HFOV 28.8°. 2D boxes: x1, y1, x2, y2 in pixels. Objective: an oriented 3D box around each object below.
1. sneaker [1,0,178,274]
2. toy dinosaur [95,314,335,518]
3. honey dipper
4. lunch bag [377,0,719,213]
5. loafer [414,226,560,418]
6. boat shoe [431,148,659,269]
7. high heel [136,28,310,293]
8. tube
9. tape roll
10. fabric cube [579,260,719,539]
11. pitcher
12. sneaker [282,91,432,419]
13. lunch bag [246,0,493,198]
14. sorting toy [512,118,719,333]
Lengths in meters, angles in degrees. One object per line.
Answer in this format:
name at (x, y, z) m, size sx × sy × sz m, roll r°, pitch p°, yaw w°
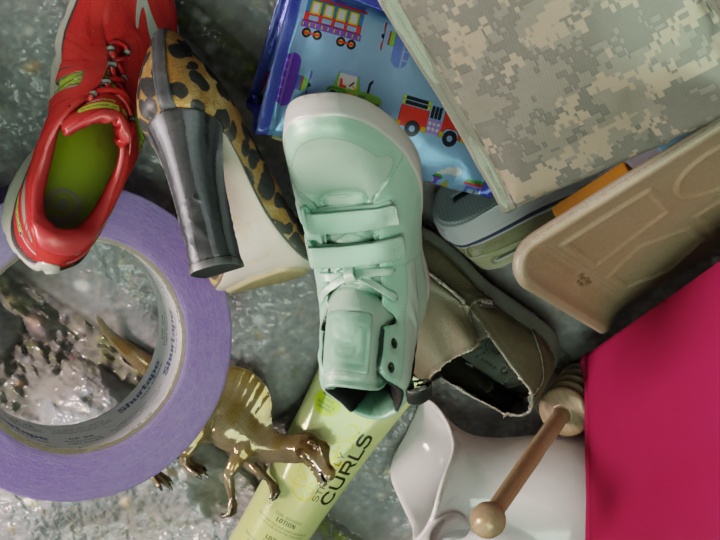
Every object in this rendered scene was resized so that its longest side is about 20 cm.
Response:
sneaker at (-0.148, -0.093, 0.820) m, size 0.076 × 0.085 × 0.202 m, roll 18°, pitch 80°, yaw -20°
toy dinosaur at (-0.110, 0.108, 1.000) m, size 0.199 × 0.058 × 0.102 m, roll 30°, pitch 108°, yaw 3°
honey dipper at (0.117, 0.118, 0.927) m, size 0.038 × 0.200 × 0.038 m, roll 11°, pitch 115°, yaw 24°
lunch bag at (0.102, -0.159, 0.726) m, size 0.163 × 0.118 × 0.201 m, roll -23°, pitch 109°, yaw 28°
loafer at (0.054, 0.034, 0.939) m, size 0.199 × 0.070 × 0.075 m, roll 29°, pitch 131°, yaw -18°
boat shoe at (0.142, -0.066, 0.903) m, size 0.199 × 0.072 × 0.062 m, roll -25°, pitch 137°, yaw 19°
high heel at (-0.078, -0.063, 0.854) m, size 0.071 × 0.200 × 0.144 m, roll -15°, pitch 83°, yaw 9°
tube at (-0.035, 0.141, 1.020) m, size 0.058 × 0.052 × 0.201 m, roll 8°, pitch 121°, yaw -47°
tape roll at (-0.185, 0.042, 0.896) m, size 0.198 × 0.066 × 0.202 m, roll -4°, pitch 100°, yaw -22°
fabric cube at (0.274, 0.122, 0.889) m, size 0.199 × 0.198 × 0.199 m, roll 21°, pitch 142°, yaw -22°
pitcher at (0.127, 0.184, 0.977) m, size 0.198 × 0.172 × 0.122 m, roll 18°, pitch 123°, yaw -11°
sneaker at (0.000, 0.000, 0.798) m, size 0.073 × 0.119 × 0.201 m, roll -5°, pitch 138°, yaw 15°
lunch bag at (0.031, -0.165, 0.835) m, size 0.149 × 0.094 × 0.202 m, roll 14°, pitch 105°, yaw -12°
sorting toy at (0.200, -0.043, 0.882) m, size 0.199 × 0.037 × 0.185 m, roll -37°, pitch 154°, yaw 15°
